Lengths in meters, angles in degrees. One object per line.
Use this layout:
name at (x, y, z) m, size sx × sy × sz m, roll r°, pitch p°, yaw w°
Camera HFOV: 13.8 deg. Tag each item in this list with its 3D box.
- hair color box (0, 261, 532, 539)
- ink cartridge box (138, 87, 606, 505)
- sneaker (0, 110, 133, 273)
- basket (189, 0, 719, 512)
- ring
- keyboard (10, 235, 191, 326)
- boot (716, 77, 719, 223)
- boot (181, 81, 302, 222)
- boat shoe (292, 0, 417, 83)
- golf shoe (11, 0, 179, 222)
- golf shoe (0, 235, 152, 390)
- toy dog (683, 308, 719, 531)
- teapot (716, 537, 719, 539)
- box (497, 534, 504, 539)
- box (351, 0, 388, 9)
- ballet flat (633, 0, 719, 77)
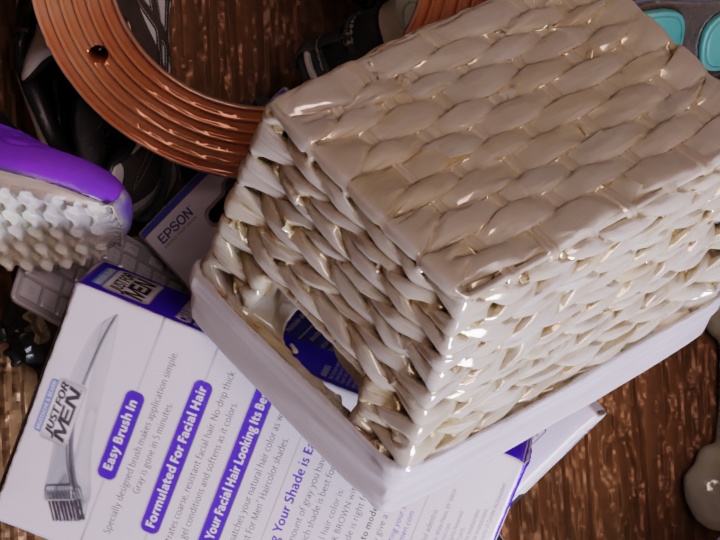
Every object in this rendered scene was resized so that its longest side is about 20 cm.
hair color box at (-0.041, 0.085, 1.241) m, size 0.200 × 0.065 × 0.109 m, roll 22°, pitch 102°, yaw 0°
ink cartridge box at (0.005, 0.023, 1.293) m, size 0.095 × 0.037 × 0.200 m, roll -45°, pitch 83°, yaw 9°
sneaker at (-0.185, -0.068, 1.259) m, size 0.200 × 0.070 × 0.100 m, roll 13°, pitch 63°, yaw 10°
basket at (0.051, -0.020, 1.195) m, size 0.200 × 0.123 × 0.136 m, roll -28°, pitch 62°, yaw -35°
ring at (-0.039, -0.130, 1.238) m, size 0.200 × 0.019 × 0.200 m, roll 0°, pitch 117°, yaw 0°
keyboard at (-0.068, 0.033, 1.316) m, size 0.200 × 0.011 × 0.056 m, roll 31°, pitch 51°, yaw -29°
boot at (0.157, -0.036, 1.449) m, size 0.200 × 0.096 × 0.074 m, roll -21°, pitch 125°, yaw -16°
boot at (0.000, 0.000, 1.386) m, size 0.132 × 0.070 × 0.200 m, roll -26°, pitch 85°, yaw -23°
boat shoe at (0.035, -0.024, 1.343) m, size 0.068 × 0.072 × 0.200 m, roll -23°, pitch 97°, yaw 20°
golf shoe at (-0.118, -0.120, 1.310) m, size 0.078 × 0.094 × 0.200 m, roll -11°, pitch 88°, yaw 4°
golf shoe at (-0.081, 0.079, 1.330) m, size 0.088 × 0.077 × 0.200 m, roll -29°, pitch 98°, yaw -31°
toy dog at (0.273, 0.068, 1.430) m, size 0.194 × 0.200 × 0.140 m, roll 17°, pitch 79°, yaw -23°
teapot at (0.211, 0.169, 1.367) m, size 0.197 × 0.200 × 0.146 m, roll -7°, pitch 60°, yaw -41°
box at (0.065, 0.213, 1.366) m, size 0.060 × 0.117 × 0.200 m, roll -38°, pitch 100°, yaw -26°
box at (0.030, -0.206, 1.355) m, size 0.200 × 0.124 × 0.149 m, roll 33°, pitch 70°, yaw -3°
ballet flat at (0.144, -0.119, 1.443) m, size 0.200 × 0.073 × 0.073 m, roll -17°, pitch 93°, yaw -32°
